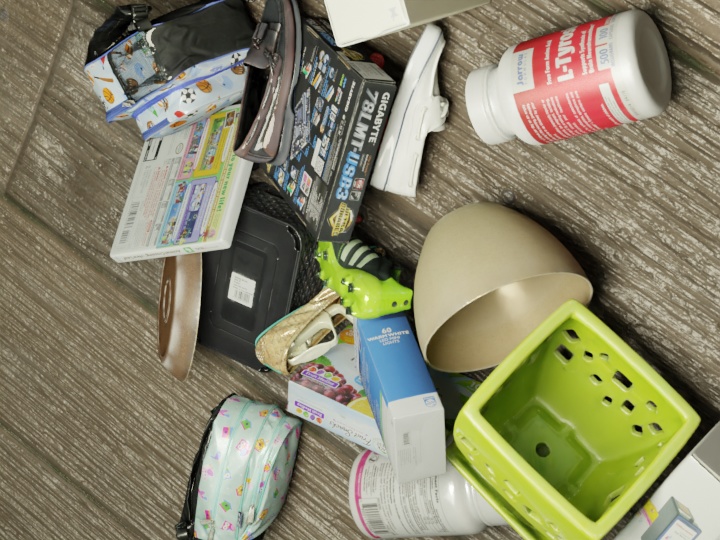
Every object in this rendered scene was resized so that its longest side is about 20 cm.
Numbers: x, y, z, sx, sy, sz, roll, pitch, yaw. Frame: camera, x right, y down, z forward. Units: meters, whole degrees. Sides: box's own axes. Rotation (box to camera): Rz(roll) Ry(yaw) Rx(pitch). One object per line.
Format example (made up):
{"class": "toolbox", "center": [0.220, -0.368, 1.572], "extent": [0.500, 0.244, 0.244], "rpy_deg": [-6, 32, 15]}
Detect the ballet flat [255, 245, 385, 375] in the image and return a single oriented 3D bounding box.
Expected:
{"class": "ballet flat", "center": [-0.034, 0.054, 1.750], "extent": [0.200, 0.071, 0.065], "rpy_deg": [-41, 60, -4]}

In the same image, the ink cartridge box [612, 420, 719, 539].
{"class": "ink cartridge box", "center": [0.355, 0.266, 1.598], "extent": [0.087, 0.145, 0.200], "rpy_deg": [43, 122, 13]}

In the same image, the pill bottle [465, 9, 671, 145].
{"class": "pill bottle", "center": [0.217, -0.197, 1.551], "extent": [0.199, 0.112, 0.113], "rpy_deg": [-13, 99, 32]}

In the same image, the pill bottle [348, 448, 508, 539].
{"class": "pill bottle", "center": [0.096, 0.262, 1.763], "extent": [0.199, 0.113, 0.114], "rpy_deg": [-9, 101, 31]}

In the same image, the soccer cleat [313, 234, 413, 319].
{"class": "soccer cleat", "center": [0.000, 0.000, 1.683], "extent": [0.200, 0.081, 0.068], "rpy_deg": [-124, 37, -58]}

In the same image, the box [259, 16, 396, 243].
{"class": "box", "center": [-0.043, -0.164, 1.688], "extent": [0.199, 0.049, 0.201], "rpy_deg": [51, 131, 52]}

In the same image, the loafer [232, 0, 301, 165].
{"class": "loafer", "center": [-0.110, -0.224, 1.702], "extent": [0.072, 0.063, 0.202], "rpy_deg": [10, 97, 62]}

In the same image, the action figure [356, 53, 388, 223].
{"class": "action figure", "center": [-0.003, -0.158, 1.727], "extent": [0.065, 0.052, 0.201], "rpy_deg": [21, 112, 17]}

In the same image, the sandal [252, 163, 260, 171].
{"class": "sandal", "center": [-0.207, -0.127, 1.855], "extent": [0.200, 0.043, 0.076], "rpy_deg": [-28, 91, 33]}

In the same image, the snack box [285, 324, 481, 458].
{"class": "snack box", "center": [0.032, 0.152, 1.746], "extent": [0.199, 0.142, 0.053], "rpy_deg": [23, 126, 21]}

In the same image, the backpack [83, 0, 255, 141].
{"class": "backpack", "center": [-0.228, -0.244, 1.759], "extent": [0.190, 0.199, 0.155], "rpy_deg": [-10, 99, 45]}

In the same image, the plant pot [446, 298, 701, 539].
{"class": "plant pot", "center": [0.217, 0.186, 1.609], "extent": [0.199, 0.200, 0.182], "rpy_deg": [44, 155, 10]}

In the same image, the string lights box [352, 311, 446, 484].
{"class": "string lights box", "center": [0.040, 0.128, 1.642], "extent": [0.059, 0.200, 0.103], "rpy_deg": [-11, 131, -8]}

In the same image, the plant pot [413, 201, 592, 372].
{"class": "plant pot", "center": [0.139, 0.004, 1.629], "extent": [0.200, 0.200, 0.135], "rpy_deg": [-41, 58, 32]}

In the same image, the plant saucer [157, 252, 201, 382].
{"class": "plant saucer", "center": [-0.230, 0.038, 1.844], "extent": [0.032, 0.200, 0.201], "rpy_deg": [6, 114, -15]}

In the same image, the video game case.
{"class": "video game case", "center": [-0.209, -0.108, 1.794], "extent": [0.181, 0.022, 0.201], "rpy_deg": [-7, 58, 34]}

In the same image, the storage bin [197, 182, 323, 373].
{"class": "storage bin", "center": [-0.122, 0.008, 1.820], "extent": [0.135, 0.094, 0.201], "rpy_deg": [22, 114, 22]}

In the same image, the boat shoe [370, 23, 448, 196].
{"class": "boat shoe", "center": [0.069, -0.180, 1.674], "extent": [0.065, 0.074, 0.201], "rpy_deg": [18, 115, 1]}

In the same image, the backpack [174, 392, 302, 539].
{"class": "backpack", "center": [-0.153, 0.259, 1.893], "extent": [0.126, 0.167, 0.201], "rpy_deg": [15, 110, 4]}

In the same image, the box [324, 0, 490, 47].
{"class": "box", "center": [0.050, -0.298, 1.561], "extent": [0.094, 0.200, 0.078], "rpy_deg": [-12, 99, 32]}
